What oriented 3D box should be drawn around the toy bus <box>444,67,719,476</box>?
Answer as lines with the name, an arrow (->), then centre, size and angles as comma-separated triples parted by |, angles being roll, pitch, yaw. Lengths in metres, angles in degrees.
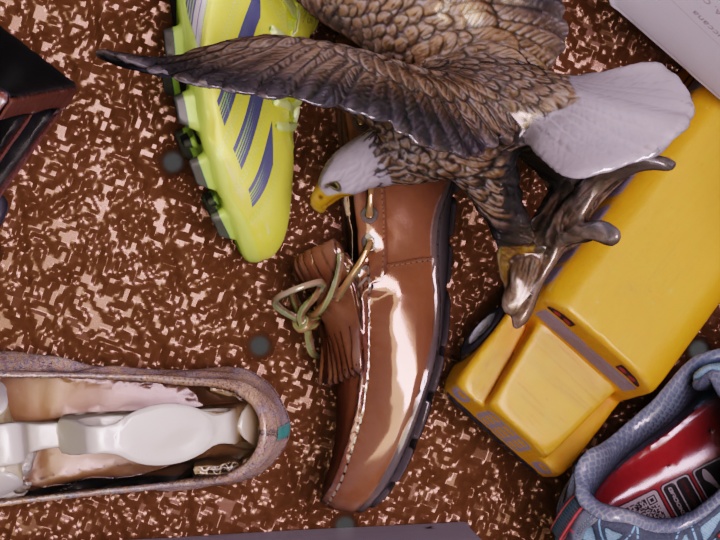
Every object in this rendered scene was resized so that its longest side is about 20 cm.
toy bus -> 0.122, -0.009, 1.060 | 0.065, 0.078, 0.200 | 41, 73, -9

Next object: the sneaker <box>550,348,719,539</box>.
sneaker -> 0.169, 0.067, 1.022 | 0.199, 0.096, 0.079 | -32, 60, -6

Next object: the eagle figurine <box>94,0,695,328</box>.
eagle figurine -> 0.015, -0.075, 0.971 | 0.151, 0.152, 0.200 | -45, 106, 4

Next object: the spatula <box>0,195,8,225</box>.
spatula -> -0.218, 0.042, 1.054 | 0.200, 0.056, 0.021 | -46, 126, -9

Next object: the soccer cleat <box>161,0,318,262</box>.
soccer cleat -> -0.045, -0.105, 1.050 | 0.083, 0.065, 0.201 | -10, 95, -8

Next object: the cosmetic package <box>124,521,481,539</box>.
cosmetic package -> -0.040, 0.143, 1.026 | 0.199, 0.151, 0.052 | -2, 96, -6

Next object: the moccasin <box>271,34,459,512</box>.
moccasin -> 0.000, 0.000, 1.058 | 0.077, 0.074, 0.203 | 7, 93, -8

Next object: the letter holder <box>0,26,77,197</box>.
letter holder -> -0.241, -0.075, 0.995 | 0.200, 0.101, 0.142 | 37, 100, 3

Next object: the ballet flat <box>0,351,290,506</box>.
ballet flat -> -0.128, 0.067, 1.051 | 0.199, 0.067, 0.068 | -6, 95, -6

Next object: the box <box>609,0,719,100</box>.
box -> 0.244, -0.134, 1.012 | 0.200, 0.131, 0.199 | 39, 66, -13
